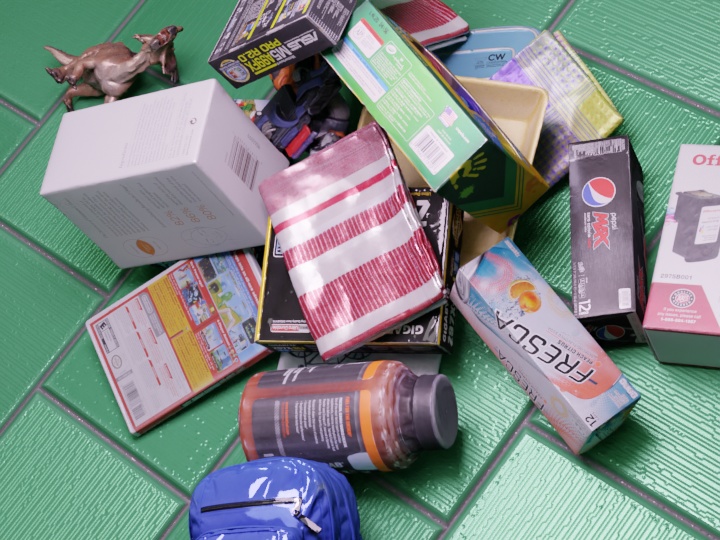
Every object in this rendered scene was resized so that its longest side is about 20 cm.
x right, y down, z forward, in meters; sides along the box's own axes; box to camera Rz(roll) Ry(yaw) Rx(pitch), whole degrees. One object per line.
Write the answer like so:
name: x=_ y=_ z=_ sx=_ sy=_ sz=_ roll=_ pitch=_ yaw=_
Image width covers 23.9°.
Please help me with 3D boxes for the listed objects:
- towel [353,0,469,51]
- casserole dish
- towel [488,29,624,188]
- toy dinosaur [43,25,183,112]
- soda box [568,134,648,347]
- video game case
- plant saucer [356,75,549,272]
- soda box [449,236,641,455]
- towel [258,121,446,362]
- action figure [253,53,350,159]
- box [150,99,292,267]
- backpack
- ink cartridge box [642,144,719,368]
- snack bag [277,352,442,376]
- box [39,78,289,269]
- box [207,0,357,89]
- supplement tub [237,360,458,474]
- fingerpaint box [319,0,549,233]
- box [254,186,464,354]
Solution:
towel: x=0.007 y=-0.297 z=1.808 sx=0.200 sy=0.023 sz=0.144 roll=41 pitch=38 yaw=21
casserole dish: x=0.123 y=-0.210 z=1.825 sx=0.199 sy=0.039 sz=0.122 roll=-2 pitch=62 yaw=20
towel: x=0.158 y=-0.140 z=1.748 sx=0.200 sy=0.023 sz=0.144 roll=-37 pitch=65 yaw=11
toy dinosaur: x=-0.284 y=-0.241 z=1.988 sx=0.136 sy=0.086 sz=0.200 roll=-44 pitch=38 yaw=-18
soda box: x=0.241 y=-0.028 z=1.651 sx=0.063 sy=0.071 sz=0.201 roll=-8 pitch=59 yaw=19
video game case: x=-0.182 y=0.063 z=1.781 sx=0.199 sy=0.017 sz=0.143 roll=-32 pitch=64 yaw=10
plant saucer: x=0.085 y=-0.096 z=1.728 sx=0.199 sy=0.048 sz=0.201 roll=11 pitch=80 yaw=26
soda box: x=0.170 y=0.071 z=1.585 sx=0.063 sy=0.068 sz=0.200 roll=-33 pitch=72 yaw=-20
towel: x=-0.010 y=-0.030 z=1.650 sx=0.144 sy=0.023 sz=0.201 roll=-28 pitch=67 yaw=17
action figure: x=-0.041 y=-0.199 z=1.795 sx=0.200 sy=0.104 sz=0.195 roll=-34 pitch=63 yaw=51
box: x=-0.152 y=-0.095 z=1.872 sx=0.136 sy=0.038 sz=0.201 roll=4 pitch=64 yaw=24
backpack: x=-0.074 y=0.268 z=1.539 sx=0.162 sy=0.168 sz=0.201 roll=-6 pitch=77 yaw=12
ink cartridge box: x=0.356 y=-0.013 z=1.588 sx=0.145 sy=0.083 sz=0.201 roll=4 pitch=64 yaw=25
snack bag: x=0.001 y=0.057 z=1.733 sx=0.188 sy=0.021 sz=0.201 roll=2 pitch=63 yaw=23
box: x=-0.202 y=-0.096 z=1.761 sx=0.199 sy=0.152 sz=0.107 roll=-8 pitch=55 yaw=28
box: x=-0.053 y=-0.284 z=1.670 sx=0.160 sy=0.044 sz=0.201 roll=-16 pitch=42 yaw=46
supplement tub: x=-0.010 y=0.142 z=1.630 sx=0.199 sy=0.107 sz=0.107 roll=-6 pitch=60 yaw=24
fingerpaint box: x=0.073 y=-0.146 z=1.626 sx=0.073 sy=0.167 sz=0.200 roll=-43 pitch=62 yaw=11
box: x=0.000 y=0.000 z=1.686 sx=0.199 sy=0.049 sz=0.161 roll=0 pitch=74 yaw=24
